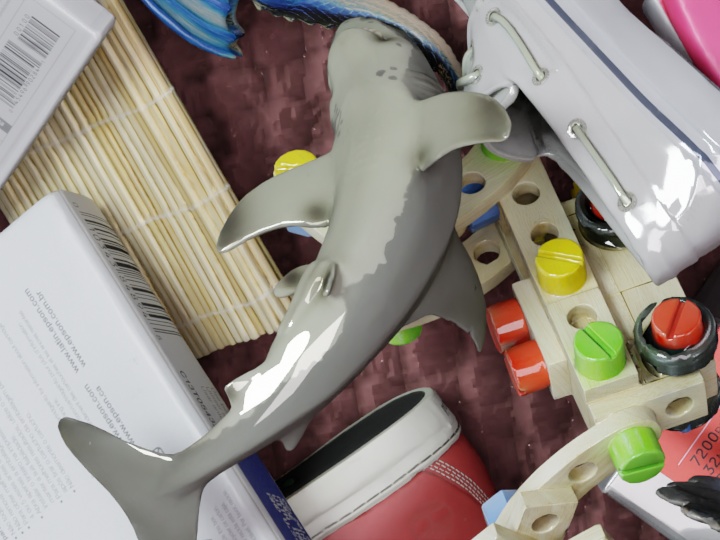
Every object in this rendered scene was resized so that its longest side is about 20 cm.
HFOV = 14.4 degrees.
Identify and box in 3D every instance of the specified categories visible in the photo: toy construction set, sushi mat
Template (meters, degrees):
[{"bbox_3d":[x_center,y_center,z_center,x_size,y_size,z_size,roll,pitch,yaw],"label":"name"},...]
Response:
[{"bbox_3d":[0.054,0.027,1.023,0.131,0.092,0.201,-18,65,-4],"label":"toy construction set"},{"bbox_3d":[-0.107,-0.052,1.058,0.095,0.012,0.201,-22,105,33],"label":"sushi mat"}]

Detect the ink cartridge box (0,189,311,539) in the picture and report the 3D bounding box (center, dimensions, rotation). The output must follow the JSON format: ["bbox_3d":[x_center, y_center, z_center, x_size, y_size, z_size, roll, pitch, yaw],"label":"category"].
[{"bbox_3d":[-0.127,0.108,1.039,0.200,0.043,0.197,-38,73,15],"label":"ink cartridge box"}]

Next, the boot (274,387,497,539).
[{"bbox_3d":[-0.018,0.157,1.087,0.199,0.072,0.145,-32,98,-1],"label":"boot"}]

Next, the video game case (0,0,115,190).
[{"bbox_3d":[-0.201,-0.104,1.036,0.200,0.018,0.143,36,133,-5],"label":"video game case"}]

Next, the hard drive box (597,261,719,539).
[{"bbox_3d":[0.210,0.071,1.076,0.200,0.077,0.156,34,95,-4],"label":"hard drive box"}]

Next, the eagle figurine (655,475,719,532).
[{"bbox_3d":[0.206,0.108,0.984,0.199,0.151,0.152,-19,107,-10],"label":"eagle figurine"}]

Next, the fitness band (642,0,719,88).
[{"bbox_3d":[0.186,-0.091,0.998,0.143,0.037,0.200,-33,84,-8],"label":"fitness band"}]

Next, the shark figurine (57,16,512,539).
[{"bbox_3d":[0.001,0.017,0.960,0.089,0.128,0.215,43,68,-37],"label":"shark figurine"}]

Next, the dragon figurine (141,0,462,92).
[{"bbox_3d":[-0.050,-0.114,1.056,0.099,0.059,0.200,-41,92,5],"label":"dragon figurine"}]

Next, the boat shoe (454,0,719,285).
[{"bbox_3d":[0.064,-0.070,0.997,0.067,0.200,0.074,-42,136,-3],"label":"boat shoe"}]
